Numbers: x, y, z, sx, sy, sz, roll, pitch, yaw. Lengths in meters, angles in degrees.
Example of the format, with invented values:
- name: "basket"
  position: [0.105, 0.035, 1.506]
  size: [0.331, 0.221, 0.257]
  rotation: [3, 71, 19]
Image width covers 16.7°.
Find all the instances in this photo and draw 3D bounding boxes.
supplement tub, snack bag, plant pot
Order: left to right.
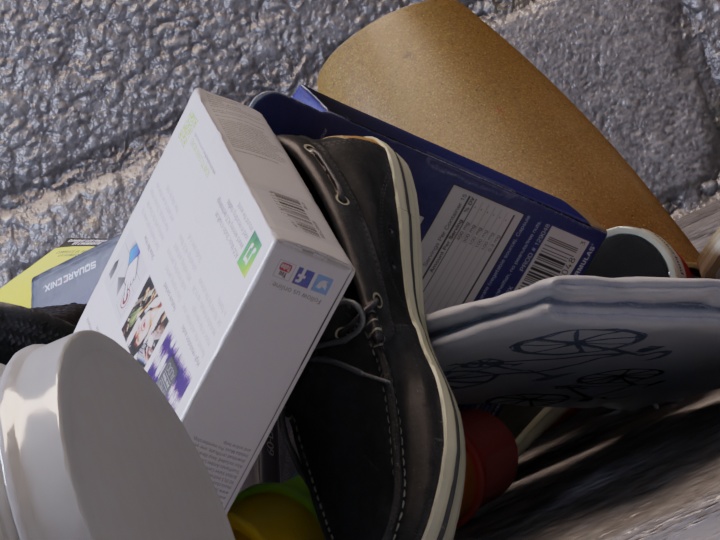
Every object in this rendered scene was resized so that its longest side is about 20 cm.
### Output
- name: "supplement tub"
  position: [-0.144, 0.112, 0.726]
  size: [0.199, 0.145, 0.144]
  rotation: [-24, 0, 12]
- name: "plant pot"
  position: [0.061, -0.037, 1.310]
  size: [0.185, 0.201, 0.187]
  rotation: [-24, -18, -8]
- name: "snack bag"
  position: [0.095, 0.031, 0.980]
  size: [0.199, 0.022, 0.188]
  rotation: [4, -14, -34]

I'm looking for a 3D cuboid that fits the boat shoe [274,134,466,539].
- name: "boat shoe"
  position: [-0.008, 0.033, 0.896]
  size: [0.062, 0.201, 0.075]
  rotation: [17, -39, -34]

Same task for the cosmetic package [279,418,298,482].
- name: "cosmetic package"
  position: [-0.052, 0.062, 1.213]
  size: [0.089, 0.108, 0.200]
  rotation: [9, -6, 3]

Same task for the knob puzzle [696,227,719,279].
- name: "knob puzzle"
  position: [0.243, -0.020, 1.135]
  size: [0.218, 0.031, 0.220]
  rotation: [-17, -16, -5]

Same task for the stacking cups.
- name: "stacking cups"
  position: [0.003, 0.094, 0.967]
  size: [0.060, 0.061, 0.200]
  rotation: [-24, -1, 36]

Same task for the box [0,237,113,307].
- name: "box"
  position: [-0.176, 0.061, 1.176]
  size: [0.050, 0.076, 0.200]
  rotation: [-1, 27, 42]

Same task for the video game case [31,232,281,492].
- name: "video game case"
  position: [-0.093, 0.071, 1.087]
  size: [0.142, 0.201, 0.019]
  rotation: [-24, -34, 34]

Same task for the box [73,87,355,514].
- name: "box"
  position: [-0.076, 0.049, 0.890]
  size: [0.201, 0.036, 0.144]
  rotation: [-61, 25, 16]

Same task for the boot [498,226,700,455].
- name: "boot"
  position: [0.081, 0.060, 1.177]
  size: [0.199, 0.073, 0.144]
  rotation: [-33, -18, 10]

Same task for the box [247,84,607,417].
- name: "box"
  position: [0.000, 0.000, 1.018]
  size: [0.199, 0.032, 0.122]
  rotation: [21, -75, -40]

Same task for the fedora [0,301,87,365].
- name: "fedora"
  position: [-0.157, 0.073, 1.046]
  size: [0.200, 0.201, 0.092]
  rotation: [-24, 26, 22]
